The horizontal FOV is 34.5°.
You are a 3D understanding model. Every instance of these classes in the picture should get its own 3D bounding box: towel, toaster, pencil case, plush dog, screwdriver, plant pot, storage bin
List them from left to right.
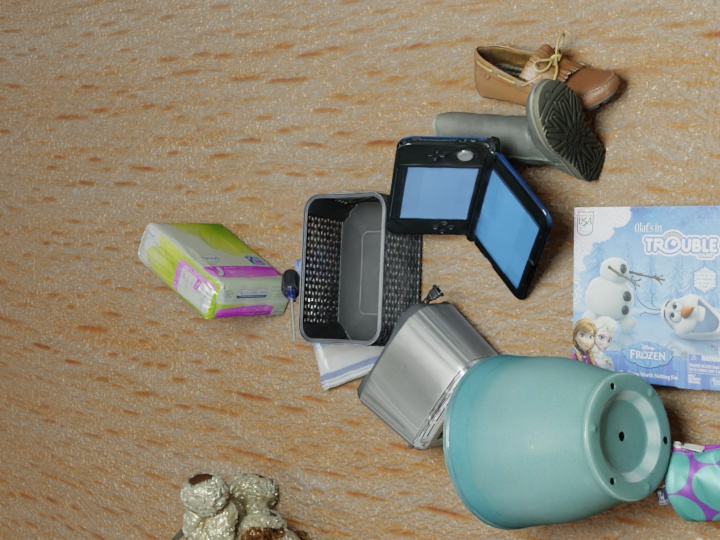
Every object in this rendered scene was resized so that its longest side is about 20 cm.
[{"bbox_3d":[-0.161,0.383,1.652,0.171,0.200,0.161,19,89,28],"label":"plush dog"},{"bbox_3d":[-0.091,0.047,1.595,0.029,0.028,0.200,-40,23,9],"label":"screwdriver"},{"bbox_3d":[-0.024,0.057,1.638,0.147,0.024,0.201,-22,75,40],"label":"towel"},{"bbox_3d":[0.000,0.000,1.551,0.135,0.094,0.201,0,85,36],"label":"storage bin"},{"bbox_3d":[0.096,0.132,1.470,0.129,0.113,0.200,44,117,29],"label":"toaster"},{"bbox_3d":[0.226,0.183,1.269,0.188,0.200,0.201,-14,81,52],"label":"plant pot"},{"bbox_3d":[0.410,0.205,1.197,0.200,0.085,0.093,-21,101,40],"label":"pencil case"}]

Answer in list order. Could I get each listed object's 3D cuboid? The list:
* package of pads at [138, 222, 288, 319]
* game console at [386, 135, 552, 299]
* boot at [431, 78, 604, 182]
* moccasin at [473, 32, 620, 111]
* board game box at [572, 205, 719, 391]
[{"bbox_3d":[-0.221,-0.001,1.730,0.200,0.154,0.068,37,114,36],"label":"package of pads"},{"bbox_3d":[0.123,-0.057,1.381,0.200,0.170,0.119,96,174,-60],"label":"game console"},{"bbox_3d":[0.171,-0.171,1.369,0.200,0.182,0.073,22,70,40],"label":"boot"},{"bbox_3d":[0.217,-0.235,1.373,0.201,0.074,0.078,26,145,47],"label":"moccasin"},{"bbox_3d":[0.332,0.027,1.295,0.200,0.043,0.200,1,91,43],"label":"board game box"}]
